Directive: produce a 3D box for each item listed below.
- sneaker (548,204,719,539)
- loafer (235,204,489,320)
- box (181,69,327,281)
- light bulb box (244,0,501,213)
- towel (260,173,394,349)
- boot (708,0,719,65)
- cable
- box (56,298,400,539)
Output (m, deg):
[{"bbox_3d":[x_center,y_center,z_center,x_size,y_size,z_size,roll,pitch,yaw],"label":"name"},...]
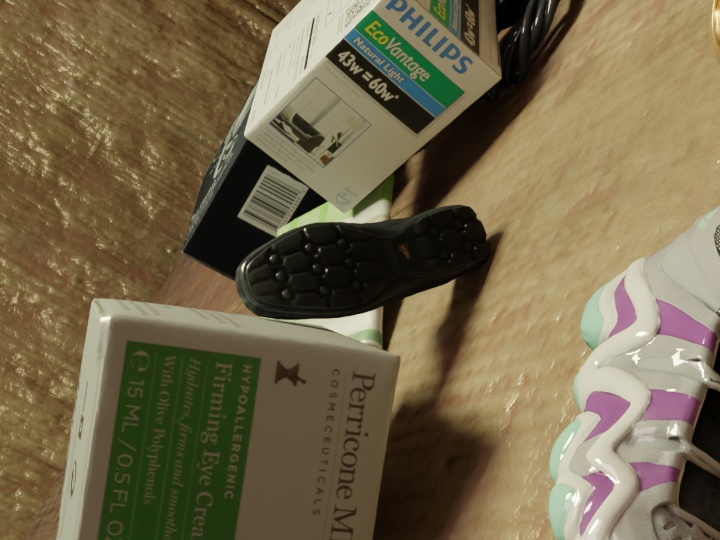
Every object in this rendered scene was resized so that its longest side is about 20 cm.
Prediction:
[{"bbox_3d":[0.136,0.032,0.384,0.140,0.078,0.200,-50,17,36],"label":"sneaker"},{"bbox_3d":[0.000,0.000,0.771,0.070,0.200,0.068,-35,72,55],"label":"loafer"},{"bbox_3d":[-0.090,-0.112,1.208,0.200,0.124,0.197,-56,14,24],"label":"box"},{"bbox_3d":[0.014,-0.198,0.992,0.200,0.125,0.199,-39,28,31],"label":"light bulb box"},{"bbox_3d":[-0.029,0.015,0.987,0.149,0.031,0.201,-24,42,34],"label":"towel"},{"bbox_3d":[0.240,-0.170,0.462,0.201,0.071,0.144,-54,10,-2],"label":"boot"},{"bbox_3d":[0.133,-0.213,1.012,0.200,0.051,0.164,-37,31,52],"label":"cable"},{"bbox_3d":[-0.092,0.127,0.678,0.200,0.171,0.200,-174,93,-74],"label":"box"}]
